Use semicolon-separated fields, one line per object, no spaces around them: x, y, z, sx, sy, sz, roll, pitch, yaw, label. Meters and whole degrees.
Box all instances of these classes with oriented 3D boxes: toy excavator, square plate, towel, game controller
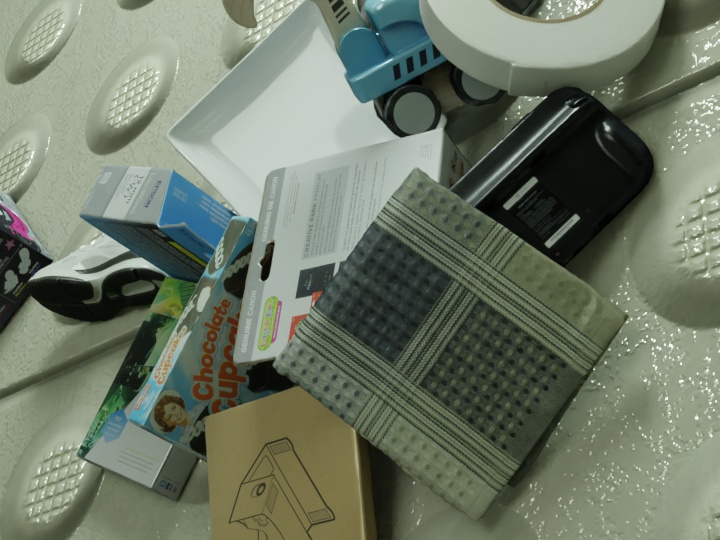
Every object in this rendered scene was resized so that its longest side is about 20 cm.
0.003;-0.205;1.210;0.194;0.200;0.100;-27;13;1;toy excavator
-0.051;-0.129;1.322;0.200;0.028;0.198;-44;68;1;square plate
0.065;0.055;1.037;0.200;0.035;0.193;37;98;13;towel
0.128;-0.049;1.077;0.200;0.104;0.042;-43;-8;-9;game controller

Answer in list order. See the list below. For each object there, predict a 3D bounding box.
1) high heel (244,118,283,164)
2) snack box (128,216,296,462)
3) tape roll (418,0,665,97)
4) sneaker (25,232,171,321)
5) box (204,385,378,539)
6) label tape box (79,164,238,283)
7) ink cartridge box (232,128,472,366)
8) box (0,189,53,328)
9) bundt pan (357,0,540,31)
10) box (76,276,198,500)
-0.072;-0.159;1.410;0.200;0.067;0.096;-46;44;-12;high heel
-0.104;0.067;1.228;0.037;0.116;0.200;7;68;58;snack box
0.147;-0.228;1.155;0.203;0.037;0.203;1;56;-1;tape roll
-0.262;-0.015;1.515;0.200;0.076;0.115;-9;47;34;sneaker
-0.056;0.194;1.115;0.163;0.021;0.200;-20;66;35;box
-0.154;-0.035;1.333;0.200;0.143;0.066;6;66;52;label tape box
0.000;0.000;1.173;0.175;0.084;0.200;-10;55;28;ink cartridge box
-0.473;-0.030;1.703;0.132;0.115;0.200;-52;38;4;box
0.077;-0.271;1.330;0.202;0.076;0.202;-27;45;30;bundt pan
-0.180;0.107;1.350;0.144;0.036;0.200;10;69;50;box
